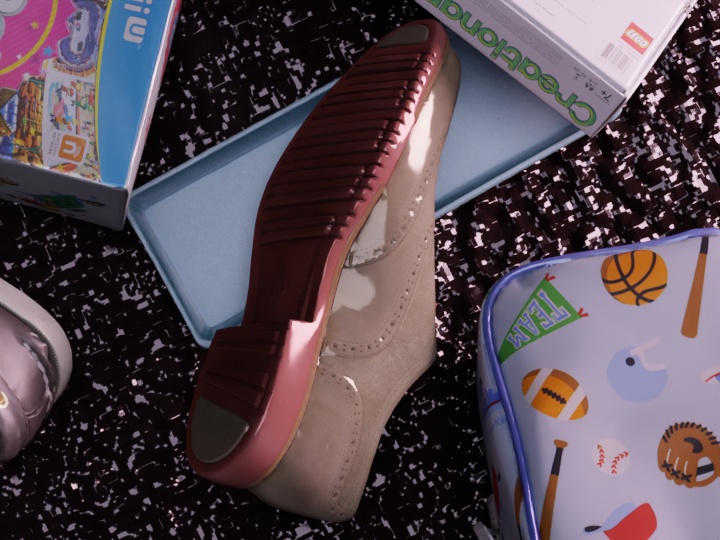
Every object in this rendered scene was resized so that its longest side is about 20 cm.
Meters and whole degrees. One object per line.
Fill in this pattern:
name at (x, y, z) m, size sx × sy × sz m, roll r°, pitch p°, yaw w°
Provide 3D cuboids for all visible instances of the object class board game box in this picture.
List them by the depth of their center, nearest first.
board game box at (-0.169, -0.114, 0.833) m, size 0.199 × 0.064 × 0.149 m, roll 14°, pitch 74°, yaw -5°
board game box at (0.048, -0.159, 0.862) m, size 0.200 × 0.035 × 0.126 m, roll 38°, pitch 53°, yaw 0°

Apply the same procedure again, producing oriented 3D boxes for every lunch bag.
lunch bag at (0.139, 0.067, 0.825) m, size 0.198 × 0.076 × 0.161 m, roll -9°, pitch 62°, yaw -5°

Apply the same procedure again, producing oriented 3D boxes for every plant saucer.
plant saucer at (0.005, -0.045, 0.875) m, size 0.199 × 0.019 × 0.070 m, roll -29°, pitch 86°, yaw -10°

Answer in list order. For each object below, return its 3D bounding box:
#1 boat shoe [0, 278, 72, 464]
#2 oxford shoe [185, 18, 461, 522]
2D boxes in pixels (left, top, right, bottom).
boat shoe at (-0.206, 0.007, 0.809) m, size 0.200 × 0.061 × 0.072 m, roll 27°, pitch 120°, yaw -2°
oxford shoe at (0.000, 0.000, 0.837) m, size 0.075 × 0.070 × 0.201 m, roll 31°, pitch 75°, yaw -30°
